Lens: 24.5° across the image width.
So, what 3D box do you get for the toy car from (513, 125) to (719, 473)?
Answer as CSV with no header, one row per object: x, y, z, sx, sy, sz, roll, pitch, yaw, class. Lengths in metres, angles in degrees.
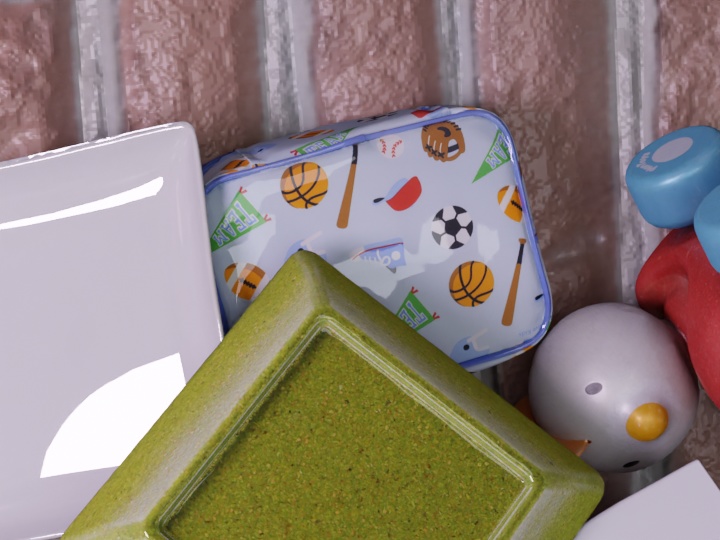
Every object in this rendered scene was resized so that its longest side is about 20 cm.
0.167,0.058,0.904,0.200,0.177,0.185,-32,113,-2,toy car

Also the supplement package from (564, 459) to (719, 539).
0.133,0.235,0.881,0.191,0.200,0.147,-28,64,-8,supplement package

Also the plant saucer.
-0.009,0.115,0.789,0.199,0.048,0.200,37,73,4,plant saucer

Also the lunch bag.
0.000,0.000,0.913,0.199,0.076,0.161,-16,102,-10,lunch bag

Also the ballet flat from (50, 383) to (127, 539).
-0.136,0.096,0.901,0.067,0.064,0.201,13,94,-12,ballet flat

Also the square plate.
-0.161,0.039,0.863,0.197,0.028,0.201,-11,84,11,square plate
